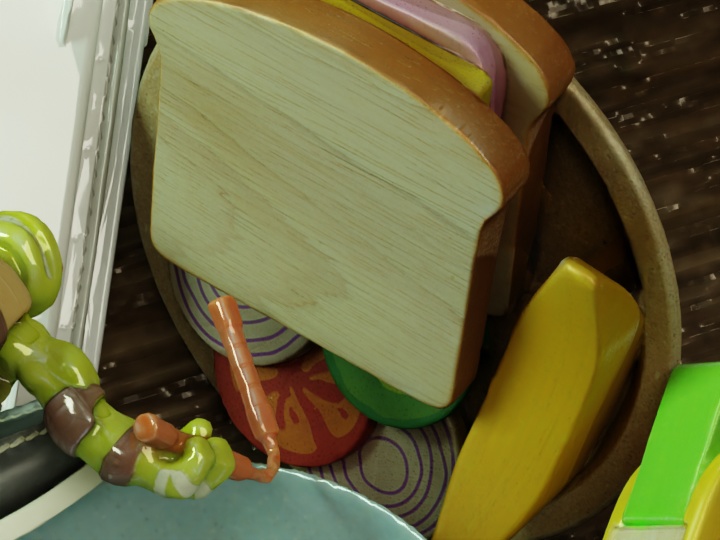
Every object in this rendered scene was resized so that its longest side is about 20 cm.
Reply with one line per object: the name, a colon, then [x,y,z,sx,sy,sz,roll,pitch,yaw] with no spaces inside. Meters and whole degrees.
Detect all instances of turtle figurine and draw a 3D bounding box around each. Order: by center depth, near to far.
turtle figurine: [-0.121,0.007,0.675,0.200,0.161,0.064,45,114,5]

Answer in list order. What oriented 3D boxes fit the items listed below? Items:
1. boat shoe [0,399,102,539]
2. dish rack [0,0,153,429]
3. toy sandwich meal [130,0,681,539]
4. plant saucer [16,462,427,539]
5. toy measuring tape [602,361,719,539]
boat shoe: [-0.162,0.061,0.715,0.200,0.072,0.068,-14,99,-5]
dish rack: [-0.149,-0.033,0.762,0.171,0.044,0.200,8,90,-14]
toy sandwich meal: [0.000,0.000,0.735,0.205,0.205,0.070,51,45,1]
plant saucer: [-0.047,0.148,0.701,0.201,0.039,0.201,-9,58,15]
toy measuring tape: [0.089,0.110,0.687,0.073,0.074,0.200,23,72,-8]
